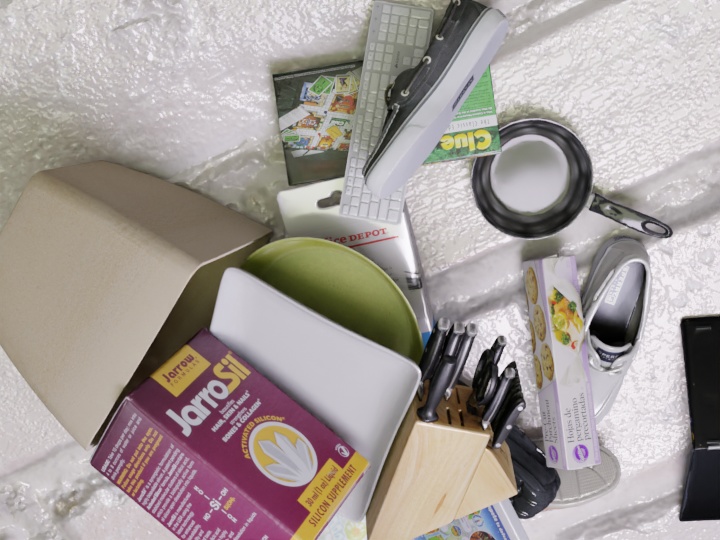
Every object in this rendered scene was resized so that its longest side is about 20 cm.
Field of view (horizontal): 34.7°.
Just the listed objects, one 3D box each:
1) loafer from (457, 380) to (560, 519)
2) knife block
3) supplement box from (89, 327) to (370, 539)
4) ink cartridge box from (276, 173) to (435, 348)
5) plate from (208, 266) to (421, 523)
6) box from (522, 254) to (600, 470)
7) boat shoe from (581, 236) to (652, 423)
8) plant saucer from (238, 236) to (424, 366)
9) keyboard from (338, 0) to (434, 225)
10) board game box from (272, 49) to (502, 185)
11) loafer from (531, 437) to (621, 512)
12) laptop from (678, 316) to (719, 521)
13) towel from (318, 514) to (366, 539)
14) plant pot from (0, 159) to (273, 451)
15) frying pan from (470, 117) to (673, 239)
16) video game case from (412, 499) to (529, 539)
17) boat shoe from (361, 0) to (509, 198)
[{"bbox_3d":[0.113,0.158,1.136,0.200,0.070,0.068,43,125,15],"label":"loafer"},{"bbox_3d":[0.057,0.139,1.014,0.199,0.064,0.176,-26,120,14],"label":"knife block"},{"bbox_3d":[-0.113,0.169,1.016,0.200,0.131,0.103,38,127,4],"label":"supplement box"},{"bbox_3d":[0.000,0.000,1.097,0.115,0.068,0.201,-12,109,7],"label":"ink cartridge box"},{"bbox_3d":[-0.053,0.110,1.053,0.199,0.032,0.200,27,126,12],"label":"plate"},{"bbox_3d":[0.190,0.086,1.095,0.038,0.041,0.201,-6,89,-21],"label":"box"},{"bbox_3d":[0.233,0.068,1.112,0.073,0.065,0.201,8,109,-1],"label":"boat shoe"},{"bbox_3d":[-0.031,0.058,1.061,0.199,0.031,0.201,9,117,19],"label":"plant saucer"},{"bbox_3d":[0.024,-0.142,1.032,0.056,0.011,0.201,8,83,8],"label":"keyboard"},{"bbox_3d":[0.024,-0.143,1.058,0.199,0.023,0.106,-8,90,6],"label":"board game box"},{"bbox_3d":[0.163,0.215,1.175,0.199,0.063,0.072,-9,66,4],"label":"loafer"},{"bbox_3d":[0.415,0.149,1.162,0.186,0.116,0.201,-4,80,3],"label":"laptop"},{"bbox_3d":[-0.059,0.198,1.148,0.199,0.048,0.172,30,106,14],"label":"towel"},{"bbox_3d":[-0.228,0.008,1.051,0.177,0.200,0.200,35,107,5],"label":"plant pot"},{"bbox_3d":[0.197,-0.087,1.078,0.189,0.031,0.116,-1,107,1],"label":"frying pan"},{"bbox_3d":[0.070,0.259,1.146,0.200,0.018,0.144,-28,89,38],"label":"video game case"},{"bbox_3d":[0.055,-0.152,1.003,0.056,0.069,0.200,32,77,13],"label":"boat shoe"}]
